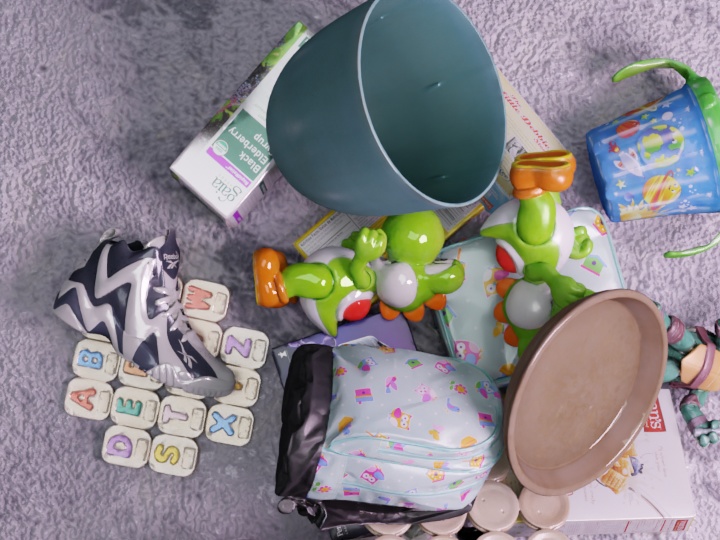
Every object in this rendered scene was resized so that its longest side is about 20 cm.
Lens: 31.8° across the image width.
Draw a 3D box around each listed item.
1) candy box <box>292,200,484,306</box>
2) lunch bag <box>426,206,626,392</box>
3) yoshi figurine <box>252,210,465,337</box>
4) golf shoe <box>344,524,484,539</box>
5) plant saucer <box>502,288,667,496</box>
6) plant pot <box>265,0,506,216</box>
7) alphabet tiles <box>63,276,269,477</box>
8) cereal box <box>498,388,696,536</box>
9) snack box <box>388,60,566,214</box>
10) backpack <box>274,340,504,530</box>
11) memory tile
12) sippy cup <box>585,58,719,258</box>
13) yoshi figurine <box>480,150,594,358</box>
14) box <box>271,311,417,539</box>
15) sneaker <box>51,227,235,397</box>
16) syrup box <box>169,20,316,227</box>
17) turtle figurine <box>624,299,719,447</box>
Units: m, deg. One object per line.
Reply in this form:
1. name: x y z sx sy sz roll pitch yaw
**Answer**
1. candy box: 0.038 -0.053 1.293 0.200 0.026 0.102 -40 79 -3
2. lunch bag: 0.165 0.033 1.268 0.199 0.077 0.161 -17 88 -2
3. yoshi figurine: 0.000 -0.015 1.211 0.198 0.112 0.113 -3 47 5
4. golf shoe: 0.051 0.267 1.215 0.199 0.073 0.093 9 106 -34
5. plant saucer: 0.197 0.106 1.124 0.199 0.029 0.201 -18 121 -33
6. plant pot: 0.010 -0.141 1.152 0.160 0.200 0.202 -13 85 42
7. alphabet tiles: -0.197 0.105 1.287 0.194 0.015 0.202 11 86 0
8. cereal box: 0.218 0.188 1.244 0.198 0.040 0.145 -2 54 -1
9. snack box: 0.109 -0.162 1.272 0.200 0.037 0.116 50 51 3
10. backpack: 0.029 0.146 1.135 0.198 0.127 0.168 10 48 -7
11. memory tile: 0.098 0.224 1.180 0.198 0.017 0.154 -1 58 -5
12. sippy cup: 0.298 -0.110 1.262 0.129 0.140 0.179 -16 47 8
13. yoshi figurine: 0.188 -0.005 1.170 0.112 0.112 0.202 -10 106 -27
14. box: 0.007 0.152 1.257 0.140 0.079 0.201 -19 86 0
15. sneaker: -0.191 0.030 1.244 0.198 0.079 0.130 30 94 12
16. syrup box: -0.096 -0.145 1.274 0.079 0.081 0.200 41 85 3
17. turtle figurine: 0.339 0.097 1.247 0.199 0.101 0.151 16 87 -25
